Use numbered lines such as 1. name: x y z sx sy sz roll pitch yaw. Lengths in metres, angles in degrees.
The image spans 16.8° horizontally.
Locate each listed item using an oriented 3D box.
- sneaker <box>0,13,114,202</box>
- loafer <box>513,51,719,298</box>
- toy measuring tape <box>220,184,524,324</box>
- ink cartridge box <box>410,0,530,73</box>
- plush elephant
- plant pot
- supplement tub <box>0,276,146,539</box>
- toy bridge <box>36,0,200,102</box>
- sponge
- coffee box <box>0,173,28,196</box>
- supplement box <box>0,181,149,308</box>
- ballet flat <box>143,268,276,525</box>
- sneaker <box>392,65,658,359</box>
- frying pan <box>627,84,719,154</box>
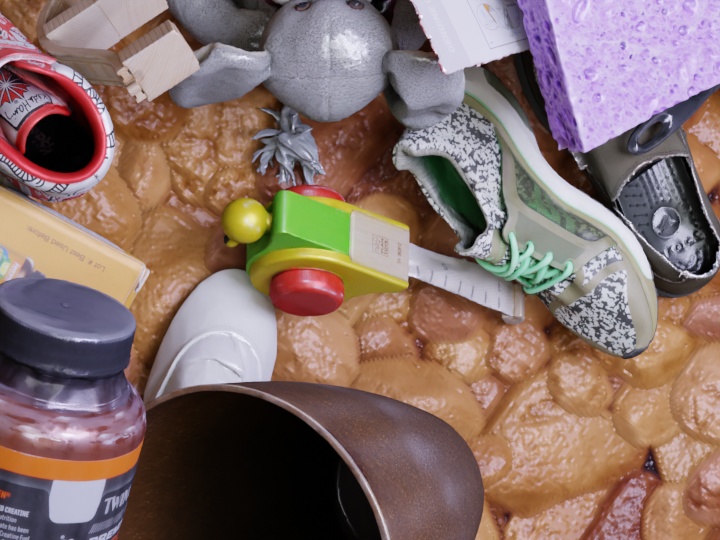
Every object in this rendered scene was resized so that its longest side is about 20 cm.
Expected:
1. sneaker: -0.199 -0.114 1.208 0.067 0.108 0.201 -45 103 -9
2. loafer: 0.157 -0.075 1.391 0.075 0.070 0.200 -34 101 -8
3. toy measuring tape: 0.000 0.000 1.376 0.200 0.074 0.074 19 90 -34
4. ink cartridge box: 0.067 -0.185 1.300 0.200 0.050 0.161 -21 82 -41
5. plush elephant: -0.024 -0.139 1.301 0.164 0.155 0.201 -1 94 -12
6. plant pot: -0.019 0.137 1.299 0.187 0.200 0.187 4 99 28
7. supplement tub: -0.167 0.107 1.195 0.107 0.107 0.200 12 110 -13
8. toy bridge: -0.133 -0.129 1.260 0.067 0.200 0.027 -33 119 2
9. sponge: 0.125 -0.172 1.237 0.111 0.030 0.200 -25 110 -26
10. coffee box: -0.247 -0.036 1.299 0.114 0.080 0.200 31 87 -14
11. supplement box: -0.210 -0.023 1.234 0.200 0.069 0.067 30 89 -16
12. ballet flat: -0.097 0.095 1.352 0.069 0.069 0.200 27 88 -13
13. sneaker: 0.083 -0.018 1.362 0.200 0.077 0.089 48 45 -6
14. frying pan: 0.227 -0.117 1.402 0.115 0.031 0.190 32 71 -17
